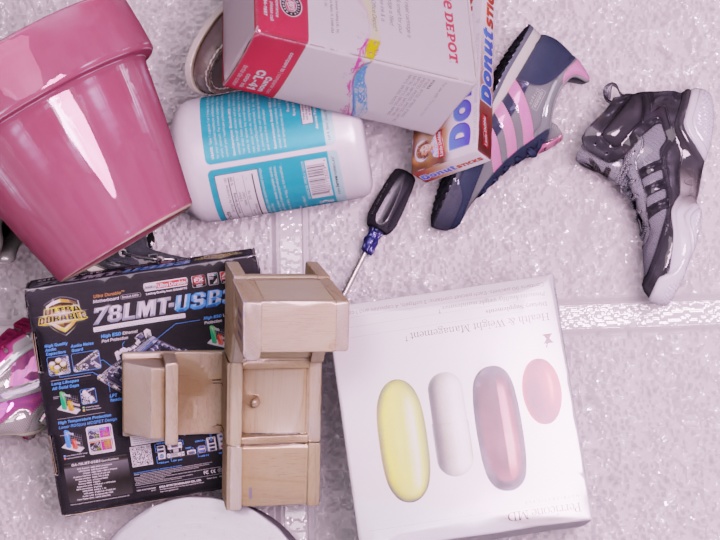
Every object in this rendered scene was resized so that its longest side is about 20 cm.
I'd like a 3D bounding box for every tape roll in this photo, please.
[{"bbox_3d":[-0.134,0.294,1.338,0.199,0.066,0.201,-1,80,4],"label":"tape roll"}]

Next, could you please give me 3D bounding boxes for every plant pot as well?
[{"bbox_3d":[-0.235,-0.099,1.281,0.199,0.200,0.180,-30,93,-2],"label":"plant pot"}]

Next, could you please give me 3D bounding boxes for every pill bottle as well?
[{"bbox_3d":[-0.093,-0.104,1.386,0.199,0.111,0.111,-9,79,2],"label":"pill bottle"}]

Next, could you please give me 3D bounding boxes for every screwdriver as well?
[{"bbox_3d":[0.000,0.000,1.401,0.029,0.028,0.201,15,76,35],"label":"screwdriver"}]

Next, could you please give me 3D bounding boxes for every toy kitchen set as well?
[{"bbox_3d":[-0.104,0.105,1.236,0.162,0.180,0.201,-1,100,-10],"label":"toy kitchen set"}]

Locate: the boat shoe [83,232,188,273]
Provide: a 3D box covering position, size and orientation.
[{"bbox_3d":[-0.188,-0.008,1.393,0.198,0.075,0.066,18,79,6],"label":"boat shoe"}]

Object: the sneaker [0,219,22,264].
[{"bbox_3d":[-0.276,-0.083,1.395,0.081,0.075,0.200,29,72,43],"label":"sneaker"}]

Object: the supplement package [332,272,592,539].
[{"bbox_3d":[0.081,0.126,1.313,0.190,0.147,0.201,-9,78,2],"label":"supplement package"}]

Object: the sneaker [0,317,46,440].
[{"bbox_3d":[-0.294,0.098,1.383,0.200,0.081,0.088,-32,106,-12],"label":"sneaker"}]

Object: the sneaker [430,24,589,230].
[{"bbox_3d":[0.134,-0.114,1.397,0.082,0.070,0.201,28,90,-8],"label":"sneaker"}]

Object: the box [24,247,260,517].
[{"bbox_3d":[-0.172,0.093,1.339,0.199,0.050,0.200,-9,99,-7],"label":"box"}]

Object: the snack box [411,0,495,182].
[{"bbox_3d":[0.083,-0.177,1.388,0.072,0.024,0.201,-17,57,35],"label":"snack box"}]

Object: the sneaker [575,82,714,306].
[{"bbox_3d":[0.241,-0.071,1.379,0.113,0.076,0.201,10,74,6],"label":"sneaker"}]

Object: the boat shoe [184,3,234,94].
[{"bbox_3d":[-0.071,-0.218,1.397,0.059,0.072,0.200,27,55,34],"label":"boat shoe"}]

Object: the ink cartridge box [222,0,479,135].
[{"bbox_3d":[-0.012,-0.211,1.323,0.199,0.086,0.148,13,55,-23],"label":"ink cartridge box"}]
